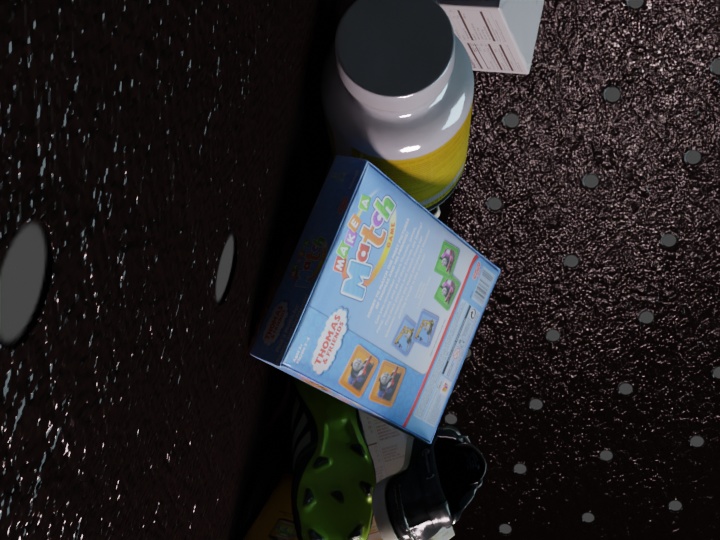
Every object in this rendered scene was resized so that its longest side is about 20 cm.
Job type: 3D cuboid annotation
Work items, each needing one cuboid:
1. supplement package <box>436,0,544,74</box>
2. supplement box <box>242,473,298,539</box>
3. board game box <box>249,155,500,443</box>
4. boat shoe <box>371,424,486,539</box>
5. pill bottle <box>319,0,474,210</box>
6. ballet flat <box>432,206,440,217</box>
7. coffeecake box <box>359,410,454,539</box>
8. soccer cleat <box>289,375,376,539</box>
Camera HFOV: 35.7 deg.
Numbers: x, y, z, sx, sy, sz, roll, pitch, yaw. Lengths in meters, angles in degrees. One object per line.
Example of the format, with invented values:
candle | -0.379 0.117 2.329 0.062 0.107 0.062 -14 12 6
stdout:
supplement package | 0.140 -0.347 1.248 0.156 0.110 0.202 39 61 -63
supplement box | -0.060 0.236 0.924 0.200 0.066 0.070 -40 144 -79
board game box | 0.019 0.028 0.828 0.200 0.036 0.153 35 76 -49
boat shoe | 0.069 0.166 0.914 0.075 0.066 0.199 70 20 3
pill bottle | 0.027 -0.121 0.827 0.200 0.111 0.113 81 22 -73
ballet flat | 0.049 -0.034 1.086 0.071 0.070 0.203 79 1 -74
coffeecake box | 0.021 0.160 1.035 0.153 0.072 0.202 37 38 -76
soccer cleat | -0.026 0.146 0.902 0.081 0.067 0.202 104 -17 -61
